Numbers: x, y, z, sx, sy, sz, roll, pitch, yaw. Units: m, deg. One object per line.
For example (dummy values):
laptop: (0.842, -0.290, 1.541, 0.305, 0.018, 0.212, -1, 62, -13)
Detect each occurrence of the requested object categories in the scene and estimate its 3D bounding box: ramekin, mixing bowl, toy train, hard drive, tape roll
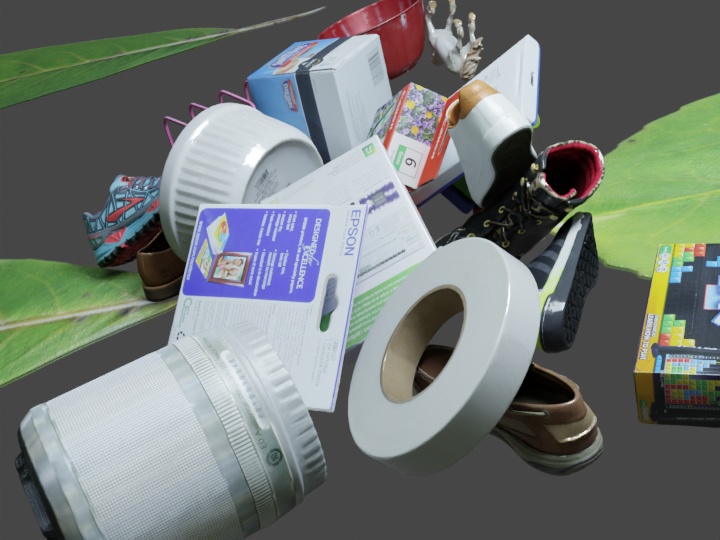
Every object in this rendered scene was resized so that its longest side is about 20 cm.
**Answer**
ramekin: (-0.127, -0.086, 1.090, 0.105, 0.201, 0.200, 18, 42, 32)
mixing bowl: (0.036, -0.395, 1.627, 0.199, 0.109, 0.200, -22, 24, 10)
toy train: (0.175, -0.159, 1.128, 0.200, 0.085, 0.116, -46, -4, -44)
hard drive: (0.119, -0.161, 1.049, 0.200, 0.025, 0.133, -34, 34, 42)
tape roll: (0.063, 0.067, 0.761, 0.203, 0.037, 0.203, -44, 27, 31)

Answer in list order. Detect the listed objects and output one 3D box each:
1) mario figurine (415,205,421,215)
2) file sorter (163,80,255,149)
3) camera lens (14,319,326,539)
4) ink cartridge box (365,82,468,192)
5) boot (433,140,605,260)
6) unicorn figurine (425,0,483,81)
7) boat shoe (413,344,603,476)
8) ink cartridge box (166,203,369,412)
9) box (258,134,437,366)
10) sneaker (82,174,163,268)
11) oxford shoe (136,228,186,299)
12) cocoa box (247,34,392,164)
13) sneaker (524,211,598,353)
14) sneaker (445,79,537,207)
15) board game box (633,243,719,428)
mario figurine: (0.000, 0.000, 1.020, 0.123, 0.106, 0.200, 39, 63, 14)
file sorter: (-0.169, -0.200, 1.375, 0.199, 0.126, 0.139, -29, 32, -24)
camera lens: (-0.146, 0.144, 0.713, 0.199, 0.161, 0.160, -25, 30, -18)
ink cartridge box: (0.048, -0.141, 1.023, 0.050, 0.110, 0.200, 21, -8, -12)
boot: (0.150, -0.047, 0.932, 0.200, 0.073, 0.151, -30, -11, -36)
unicorn figurine: (0.151, -0.386, 1.578, 0.073, 0.138, 0.201, -6, 43, -4)
boat shoe: (0.115, 0.094, 0.771, 0.076, 0.072, 0.199, -33, 33, -30)
ink cartridge box: (-0.087, 0.034, 0.891, 0.199, 0.043, 0.199, 2, 72, 29)
box: (-0.004, -0.020, 0.924, 0.144, 0.036, 0.201, -29, 60, 8)
sneaker: (-0.279, -0.089, 1.184, 0.199, 0.096, 0.079, -34, -9, 16)
oxford shoe: (-0.204, -0.044, 1.176, 0.071, 0.072, 0.200, 3, 31, 33)
cocoa box: (-0.038, -0.184, 1.206, 0.130, 0.201, 0.133, 2, 32, 29)
sneaker: (0.176, 0.004, 0.903, 0.082, 0.072, 0.200, 0, 32, 28)
sneaker: (0.128, -0.130, 0.930, 0.073, 0.200, 0.085, -34, 74, -5)
board game box: (0.323, 0.047, 0.773, 0.164, 0.057, 0.200, -2, 31, 25)
